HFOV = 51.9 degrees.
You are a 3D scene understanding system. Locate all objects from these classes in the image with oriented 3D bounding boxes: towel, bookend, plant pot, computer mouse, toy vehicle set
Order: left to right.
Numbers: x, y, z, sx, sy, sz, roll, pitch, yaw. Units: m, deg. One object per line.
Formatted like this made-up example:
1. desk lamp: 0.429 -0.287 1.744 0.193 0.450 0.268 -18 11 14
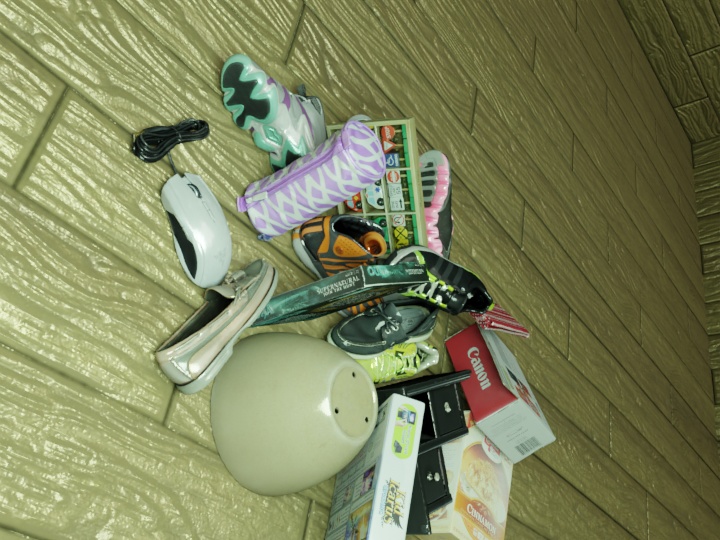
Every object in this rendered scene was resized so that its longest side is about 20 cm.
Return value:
1. computer mouse: -0.192 -0.079 0.868 0.110 0.044 0.200 -27 100 -55
2. plant pot: -0.059 0.164 0.884 0.200 0.134 0.201 22 62 -48
3. toy vehicle set: 0.026 -0.115 1.064 0.027 0.124 0.200 -43 128 -61
4. bookend: 0.096 0.261 1.093 0.199 0.092 0.200 0 79 -54
5. towel: 0.182 0.043 1.242 0.145 0.022 0.200 16 22 -51

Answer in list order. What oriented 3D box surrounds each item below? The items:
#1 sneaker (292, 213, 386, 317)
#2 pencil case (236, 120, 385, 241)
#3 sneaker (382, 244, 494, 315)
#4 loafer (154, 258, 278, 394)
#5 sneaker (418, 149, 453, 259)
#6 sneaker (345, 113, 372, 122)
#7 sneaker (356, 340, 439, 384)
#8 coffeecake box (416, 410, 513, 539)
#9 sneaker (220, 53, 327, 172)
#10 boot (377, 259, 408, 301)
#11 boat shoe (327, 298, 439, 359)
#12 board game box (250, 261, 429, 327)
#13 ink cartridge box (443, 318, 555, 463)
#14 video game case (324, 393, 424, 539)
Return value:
1. sneaker: 0.000 0.000 1.039 0.200 0.112 0.078 48 44 -34
2. pencil case: -0.063 -0.113 0.930 0.085 0.200 0.084 22 50 -46
3. sneaker: 0.117 0.020 1.039 0.200 0.072 0.083 11 25 -38
4. loafer: -0.160 0.048 0.847 0.063 0.072 0.200 51 45 -24
5. sneaker: 0.111 -0.082 1.123 0.095 0.079 0.200 -13 111 -56
6. sneaker: 0.050 -0.145 1.147 0.200 0.070 0.109 46 11 -36
7. sneaker: 0.040 0.126 1.074 0.200 0.076 0.076 -11 98 -53
8. coffeecake box: 0.169 0.351 1.176 0.154 0.073 0.200 46 44 -33
9. sneaker: -0.108 -0.230 1.018 0.200 0.078 0.140 61 35 -34
10. boot: 0.077 0.001 1.191 0.096 0.073 0.200 29 64 -53
11. boat shoe: 0.041 0.072 1.038 0.199 0.066 0.075 -3 47 -40
12. board game box: -0.034 0.031 0.908 0.135 0.200 0.028 -2 76 -54
13. ink cartridge box: 0.216 0.183 1.223 0.176 0.084 0.200 47 16 -33
14. video game case: 0.011 0.269 0.895 0.045 0.200 0.181 19 57 -9
